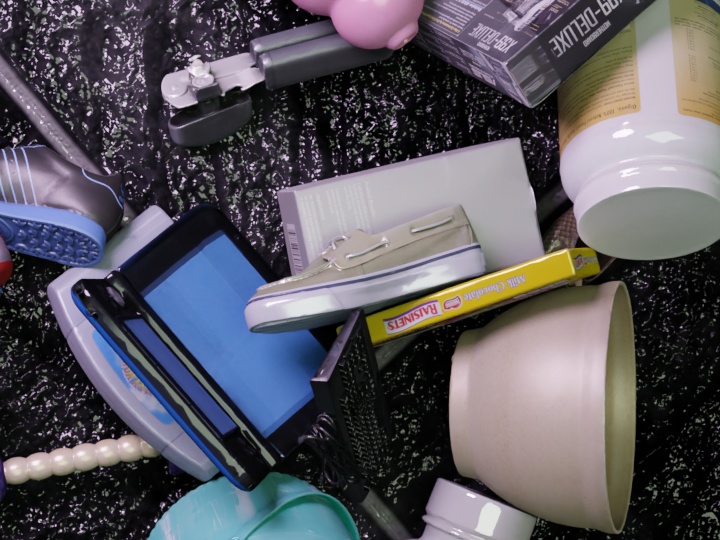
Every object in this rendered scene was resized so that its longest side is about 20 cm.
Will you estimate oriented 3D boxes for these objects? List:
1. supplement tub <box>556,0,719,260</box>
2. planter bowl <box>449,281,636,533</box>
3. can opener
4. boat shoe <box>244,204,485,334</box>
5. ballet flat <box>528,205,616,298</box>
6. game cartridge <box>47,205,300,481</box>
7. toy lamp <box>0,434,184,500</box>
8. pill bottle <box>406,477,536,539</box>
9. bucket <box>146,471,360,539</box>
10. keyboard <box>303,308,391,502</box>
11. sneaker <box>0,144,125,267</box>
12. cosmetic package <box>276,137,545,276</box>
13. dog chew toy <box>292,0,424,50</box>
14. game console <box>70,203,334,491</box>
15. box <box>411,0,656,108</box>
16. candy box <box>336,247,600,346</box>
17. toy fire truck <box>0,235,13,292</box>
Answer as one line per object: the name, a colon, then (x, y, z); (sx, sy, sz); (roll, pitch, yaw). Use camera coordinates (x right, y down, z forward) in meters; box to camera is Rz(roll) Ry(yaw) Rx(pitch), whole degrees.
supplement tub: (0.230, -0.124, 1.455); (0.143, 0.145, 0.202); (7, 63, -11)
planter bowl: (0.146, 0.110, 1.465); (0.133, 0.200, 0.202); (0, 91, 15)
can opener: (-0.069, -0.163, 1.482); (0.198, 0.053, 0.067); (-20, 129, -8)
boat shoe: (0.000, 0.000, 1.408); (0.198, 0.072, 0.063); (-15, 82, -18)
ballet flat: (0.219, -0.041, 1.527); (0.200, 0.046, 0.068); (-41, 134, -10)
game cartridge: (-0.150, 0.061, 1.439); (0.133, 0.040, 0.200); (-40, 87, -22)
toy lamp: (-0.208, 0.149, 1.452); (0.198, 0.058, 0.059); (-12, 93, -9)
pill bottle: (0.068, 0.279, 1.478); (0.113, 0.114, 0.202); (22, 87, -11)
bucket: (-0.076, 0.266, 1.408); (0.205, 0.135, 0.209); (-8, 120, -13)
keyboard: (0.002, 0.125, 1.420); (0.039, 0.201, 0.105); (19, 61, 22)
sneaker: (-0.284, -0.066, 1.433); (0.198, 0.070, 0.078); (18, 52, 1)
cosmetic package: (0.041, -0.037, 1.483); (0.198, 0.090, 0.108); (-12, 94, -13)
dog chew toy: (-0.024, -0.261, 1.435); (0.124, 0.125, 0.201); (-37, 87, -8)
game console: (-0.104, 0.052, 1.379); (0.118, 0.171, 0.200); (-42, 88, 1)
box: (0.133, -0.222, 1.438); (0.158, 0.200, 0.050); (-42, 124, -8)
candy box: (0.088, 0.023, 1.442); (0.198, 0.102, 0.027); (-19, 88, 18)
toy fire truck: (-0.327, 0.063, 1.399); (0.200, 0.049, 0.141); (-42, 83, 19)
